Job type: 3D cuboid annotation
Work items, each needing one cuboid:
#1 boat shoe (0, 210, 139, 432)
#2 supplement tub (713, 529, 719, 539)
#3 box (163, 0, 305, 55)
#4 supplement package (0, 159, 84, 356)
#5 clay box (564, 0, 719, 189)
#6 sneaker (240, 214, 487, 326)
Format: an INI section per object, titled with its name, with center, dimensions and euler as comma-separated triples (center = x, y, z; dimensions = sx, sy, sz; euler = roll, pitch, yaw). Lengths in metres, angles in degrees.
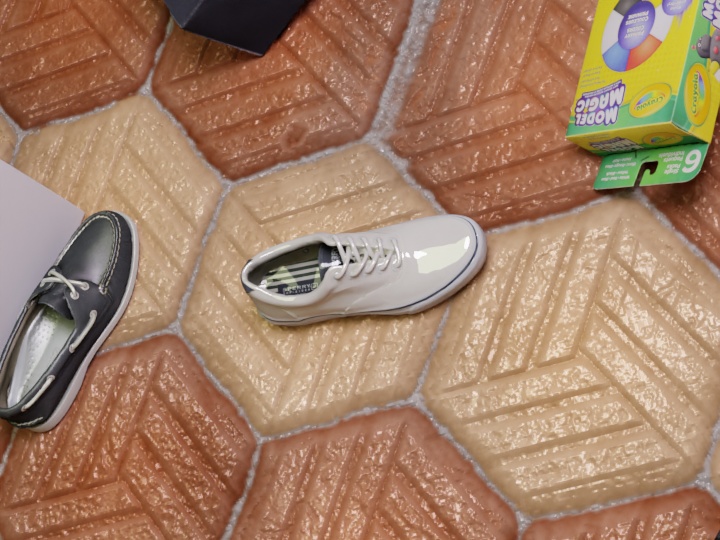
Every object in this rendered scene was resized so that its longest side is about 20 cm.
[boat shoe]
center = -0.249, 0.038, 1.208
dimensions = 0.075, 0.060, 0.203
euler = 15, 80, 24
[supplement tub]
center = 0.270, 0.222, 0.914
dimensions = 0.122, 0.122, 0.202
euler = 28, 85, 26
[box]
center = -0.106, -0.328, 1.206
dimensions = 0.200, 0.117, 0.197
euler = -47, 62, 21
[supplement package]
center = -0.349, -0.025, 1.188
dimensions = 0.110, 0.200, 0.158
euler = 19, 81, 25
[clay box]
center = 0.219, -0.164, 1.064
dimensions = 0.114, 0.047, 0.203
euler = -3, 68, 57
[sneaker]
center = 0.000, 0.000, 1.115
dimensions = 0.197, 0.071, 0.074
euler = -17, 68, 16
